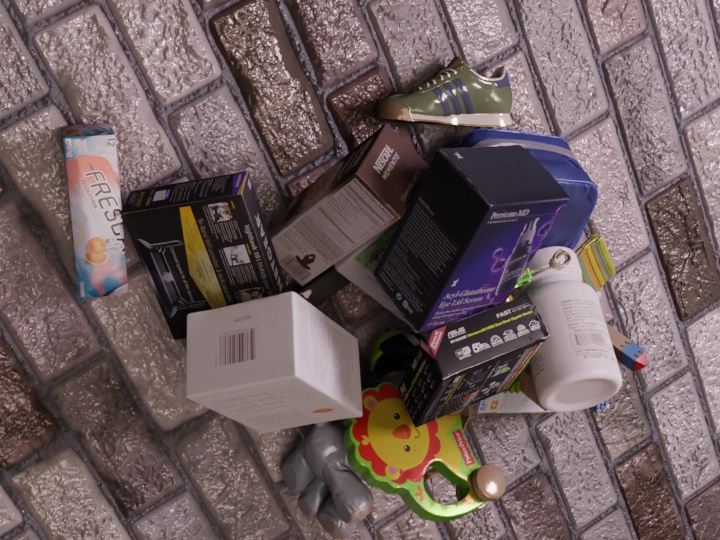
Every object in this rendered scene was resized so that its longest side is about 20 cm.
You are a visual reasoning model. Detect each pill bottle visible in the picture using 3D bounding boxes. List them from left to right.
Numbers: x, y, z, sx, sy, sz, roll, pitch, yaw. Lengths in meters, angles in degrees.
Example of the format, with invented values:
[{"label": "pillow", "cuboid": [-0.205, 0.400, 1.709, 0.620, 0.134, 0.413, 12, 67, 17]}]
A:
[{"label": "pill bottle", "cuboid": [0.272, 0.076, 1.456, 0.112, 0.203, 0.115, -7, 150, -4]}]

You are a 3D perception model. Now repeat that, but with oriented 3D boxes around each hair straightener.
[{"label": "hair straightener", "cuboid": [0.000, 0.000, 1.468, 0.198, 0.077, 0.041, -26, 113, -13]}]

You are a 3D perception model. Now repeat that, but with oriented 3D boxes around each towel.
[{"label": "towel", "cuboid": [0.295, 0.043, 1.574, 0.200, 0.018, 0.086, -45, 127, -12]}]

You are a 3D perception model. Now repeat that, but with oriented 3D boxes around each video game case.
[{"label": "video game case", "cuboid": [0.091, -0.026, 1.404, 0.199, 0.022, 0.182, -39, 134, 14]}]

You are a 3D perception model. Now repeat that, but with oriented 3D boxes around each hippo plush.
[{"label": "hippo plush", "cuboid": [-0.014, 0.257, 1.531, 0.159, 0.159, 0.203, -22, 88, -37]}]

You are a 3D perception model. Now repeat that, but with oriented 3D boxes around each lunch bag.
[{"label": "lunch bag", "cuboid": [0.208, -0.111, 1.487, 0.197, 0.133, 0.137, 5, 127, -22]}]

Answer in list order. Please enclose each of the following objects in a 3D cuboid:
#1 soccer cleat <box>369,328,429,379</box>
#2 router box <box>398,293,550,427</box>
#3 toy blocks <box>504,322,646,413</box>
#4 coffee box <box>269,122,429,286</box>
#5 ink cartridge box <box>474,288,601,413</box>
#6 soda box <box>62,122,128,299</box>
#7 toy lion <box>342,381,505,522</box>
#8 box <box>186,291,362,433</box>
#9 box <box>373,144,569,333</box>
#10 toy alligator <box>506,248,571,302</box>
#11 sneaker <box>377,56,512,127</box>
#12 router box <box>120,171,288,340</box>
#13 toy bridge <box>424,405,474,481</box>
[{"label": "soccer cleat", "cuboid": [0.102, 0.106, 1.480, 0.197, 0.082, 0.068, -16, 123, 28]}, {"label": "router box", "cuboid": [0.138, 0.117, 1.372, 0.148, 0.201, 0.063, -19, 69, -17]}, {"label": "toy blocks", "cuboid": [0.309, 0.139, 1.531, 0.199, 0.136, 0.101, -33, 140, -24]}, {"label": "coffee box", "cuboid": [-0.020, -0.079, 1.348, 0.080, 0.199, 0.115, 43, 43, -14]}, {"label": "ink cartridge box", "cuboid": [0.256, 0.114, 1.612, 0.197, 0.043, 0.200, 5, 106, -35]}, {"label": "soda box", "cuboid": [-0.321, -0.072, 1.314, 0.062, 0.068, 0.203, -6, 109, -14]}, {"label": "toy lion", "cuboid": [0.074, 0.242, 1.449, 0.189, 0.069, 0.202, -14, 71, -31]}, {"label": "box", "cuboid": [-0.104, 0.119, 1.346, 0.150, 0.108, 0.200, -12, 156, 19]}, {"label": "box", "cuboid": [0.129, -0.040, 1.291, 0.146, 0.105, 0.202, -9, 138, -40]}, {"label": "toy alligator", "cuboid": [0.183, 0.018, 1.438, 0.197, 0.054, 0.060, -22, 92, -7]}, {"label": "sneaker", "cuboid": [0.115, -0.240, 1.450, 0.197, 0.067, 0.092, 0, 97, -21]}, {"label": "router box", "cuboid": [-0.187, -0.015, 1.343, 0.154, 0.053, 0.202, -8, 126, 11]}, {"label": "toy bridge", "cuboid": [0.114, 0.256, 1.561, 0.200, 0.027, 0.068, -44, 131, -50]}]
